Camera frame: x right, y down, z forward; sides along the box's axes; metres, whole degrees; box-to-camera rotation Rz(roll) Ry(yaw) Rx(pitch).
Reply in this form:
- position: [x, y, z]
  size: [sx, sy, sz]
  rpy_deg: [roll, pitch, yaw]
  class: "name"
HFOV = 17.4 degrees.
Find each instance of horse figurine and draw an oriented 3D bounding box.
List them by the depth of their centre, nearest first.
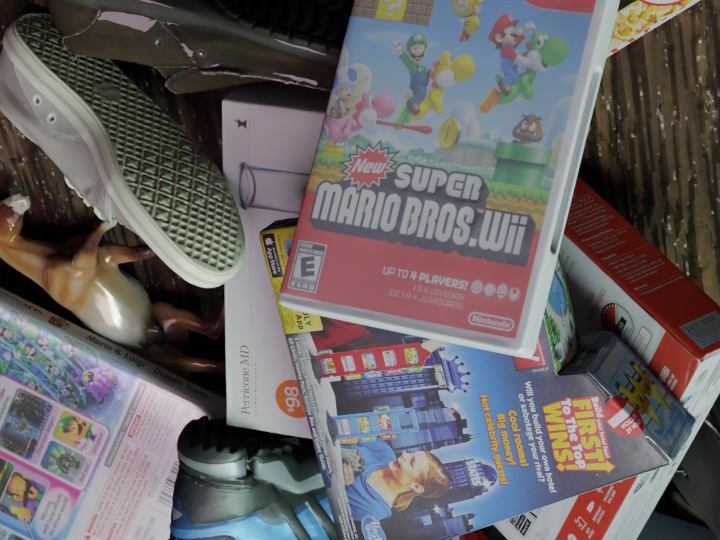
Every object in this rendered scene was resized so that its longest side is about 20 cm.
- position: [-0.131, 0.019, 1.412]
  size: [0.132, 0.050, 0.200]
  rpy_deg: [-18, 130, 39]
  class: "horse figurine"

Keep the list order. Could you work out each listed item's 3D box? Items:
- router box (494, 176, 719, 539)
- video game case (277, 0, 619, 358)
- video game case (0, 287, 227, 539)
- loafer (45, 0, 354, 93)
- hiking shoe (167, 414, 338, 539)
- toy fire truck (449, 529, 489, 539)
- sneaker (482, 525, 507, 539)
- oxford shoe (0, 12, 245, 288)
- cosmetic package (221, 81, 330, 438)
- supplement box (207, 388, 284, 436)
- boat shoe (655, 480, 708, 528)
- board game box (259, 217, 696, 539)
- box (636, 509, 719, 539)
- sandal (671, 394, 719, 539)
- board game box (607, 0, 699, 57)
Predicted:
- position: [0.108, 0.056, 1.341]
  size: [0.179, 0.049, 0.201]
  rpy_deg: [44, 134, 26]
  class: "router box"
- position: [0.045, -0.066, 1.187]
  size: [0.142, 0.202, 0.017]
  rpy_deg: [11, 172, 28]
  class: "video game case"
- position: [-0.189, 0.127, 1.439]
  size: [0.181, 0.024, 0.201]
  rpy_deg: [26, 115, 0]
  class: "video game case"
- position: [-0.078, -0.133, 1.282]
  size: [0.199, 0.073, 0.072]
  rpy_deg: [15, 135, 9]
  class: "loafer"
- position: [-0.027, 0.138, 1.402]
  size: [0.199, 0.074, 0.087]
  rpy_deg: [9, 107, -27]
  class: "hiking shoe"
- position: [0.033, 0.214, 1.439]
  size: [0.140, 0.049, 0.200]
  rpy_deg: [-18, 148, 14]
  class: "toy fire truck"
- position: [0.050, 0.164, 1.497]
  size: [0.199, 0.060, 0.105]
  rpy_deg: [-19, 124, 17]
  class: "sneaker"
- position: [-0.135, -0.059, 1.296]
  size: [0.200, 0.075, 0.058]
  rpy_deg: [47, 125, 21]
  class: "oxford shoe"
- position: [0.000, 0.000, 1.315]
  size: [0.150, 0.052, 0.201]
  rpy_deg: [9, 114, 19]
  class: "cosmetic package"
- position: [-0.124, 0.146, 1.498]
  size: [0.198, 0.074, 0.127]
  rpy_deg: [-3, 123, 12]
  class: "supplement box"
- position: [0.210, 0.132, 1.436]
  size: [0.071, 0.065, 0.201]
  rpy_deg: [3, 128, 8]
  class: "boat shoe"
- position: [0.068, 0.052, 1.245]
  size: [0.198, 0.062, 0.201]
  rpy_deg: [-7, 107, 23]
  class: "board game box"
- position: [0.206, 0.259, 1.462]
  size: [0.195, 0.118, 0.200]
  rpy_deg: [18, 145, -16]
  class: "box"
- position: [0.173, 0.083, 1.354]
  size: [0.200, 0.045, 0.075]
  rpy_deg: [53, 135, 18]
  class: "sandal"
- position: [0.113, -0.214, 1.192]
  size: [0.151, 0.046, 0.200]
  rpy_deg: [-29, 118, 28]
  class: "board game box"
